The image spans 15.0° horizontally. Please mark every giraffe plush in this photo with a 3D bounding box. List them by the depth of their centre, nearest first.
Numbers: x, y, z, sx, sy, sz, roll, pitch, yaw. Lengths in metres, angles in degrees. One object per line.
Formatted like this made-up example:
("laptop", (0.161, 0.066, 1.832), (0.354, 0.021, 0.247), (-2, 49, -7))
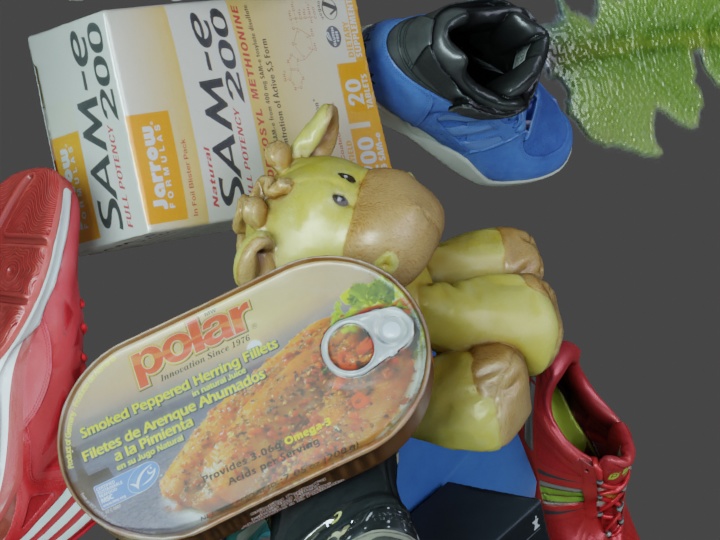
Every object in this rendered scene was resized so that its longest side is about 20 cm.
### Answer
("giraffe plush", (0.000, 0.000, 1.501), (0.173, 0.199, 0.163), (-102, 175, -52))

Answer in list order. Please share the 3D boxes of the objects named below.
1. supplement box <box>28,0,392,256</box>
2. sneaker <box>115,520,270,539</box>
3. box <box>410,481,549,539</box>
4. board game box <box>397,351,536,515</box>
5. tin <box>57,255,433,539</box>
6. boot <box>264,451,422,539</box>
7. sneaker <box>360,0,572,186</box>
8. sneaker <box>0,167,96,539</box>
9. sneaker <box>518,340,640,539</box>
("supplement box", (-0.081, -0.087, 1.549), (0.199, 0.073, 0.127), (-12, 89, -45))
("sneaker", (-0.100, 0.182, 1.476), (0.200, 0.077, 0.080), (-57, 132, -34))
("box", (0.033, 0.234, 1.563), (0.200, 0.079, 0.142), (-36, 123, -40))
("board game box", (0.031, 0.128, 1.633), (0.158, 0.039, 0.201), (-46, 128, -33))
("tin", (-0.057, 0.068, 1.393), (0.042, 0.199, 0.112), (69, -4, -71))
("boot", (-0.038, 0.173, 1.435), (0.073, 0.204, 0.154), (32, 25, -22))
("sneaker", (0.089, -0.110, 1.696), (0.199, 0.111, 0.077), (24, 65, -39))
("sneaker", (-0.167, 0.055, 1.446), (0.115, 0.078, 0.201), (28, 75, -47))
("sneaker", (0.141, 0.133, 1.714), (0.077, 0.085, 0.201), (-40, 109, -41))
